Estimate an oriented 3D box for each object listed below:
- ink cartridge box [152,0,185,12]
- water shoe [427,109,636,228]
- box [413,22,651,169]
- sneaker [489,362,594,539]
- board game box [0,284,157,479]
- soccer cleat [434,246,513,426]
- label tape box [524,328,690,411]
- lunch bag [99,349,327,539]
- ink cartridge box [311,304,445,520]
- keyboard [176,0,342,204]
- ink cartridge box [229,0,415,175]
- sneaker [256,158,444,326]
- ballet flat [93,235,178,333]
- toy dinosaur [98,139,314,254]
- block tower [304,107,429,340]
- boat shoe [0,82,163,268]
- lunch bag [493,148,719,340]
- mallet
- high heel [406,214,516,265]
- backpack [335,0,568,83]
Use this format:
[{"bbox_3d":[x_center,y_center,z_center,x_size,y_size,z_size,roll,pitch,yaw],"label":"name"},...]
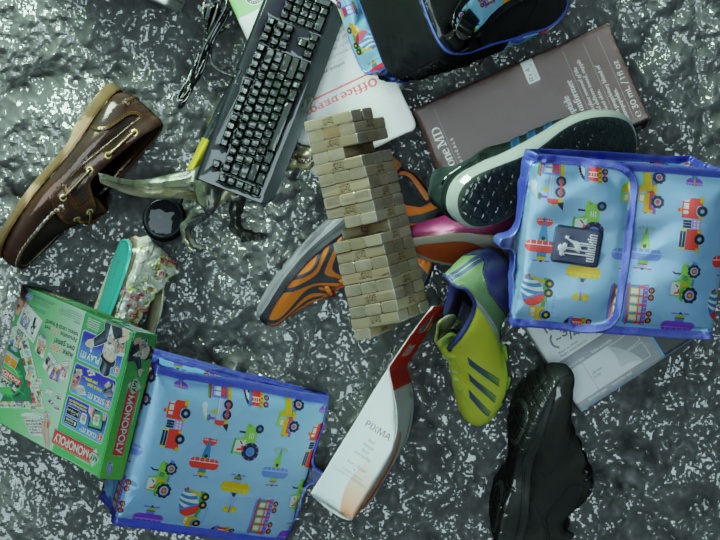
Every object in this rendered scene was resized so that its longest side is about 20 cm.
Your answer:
[{"bbox_3d":[-0.198,-0.363,1.692,0.145,0.084,0.201,24,94,2],"label":"ink cartridge box"},{"bbox_3d":[0.151,-0.100,1.612,0.199,0.079,0.072,-20,114,-24],"label":"water shoe"},{"bbox_3d":[0.158,-0.142,1.685,0.199,0.075,0.101,-24,85,5],"label":"box"},{"bbox_3d":[0.177,0.172,1.689,0.090,0.076,0.201,6,122,-8],"label":"sneaker"},{"bbox_3d":[-0.268,0.100,1.678,0.029,0.199,0.135,10,95,-42],"label":"board game box"},{"bbox_3d":[0.097,0.065,1.664,0.083,0.065,0.201,-21,135,-27],"label":"soccer cleat"},{"bbox_3d":[0.208,0.009,1.697,0.144,0.063,0.201,-33,91,3],"label":"label tape box"},{"bbox_3d":[-0.124,0.171,1.696,0.199,0.094,0.151,14,95,-18],"label":"lunch bag"},{"bbox_3d":[0.035,0.127,1.663,0.050,0.162,0.201,35,93,6],"label":"ink cartridge box"},{"bbox_3d":[-0.103,-0.172,1.647,0.126,0.021,0.201,20,84,4],"label":"keyboard"},{"bbox_3d":[-0.034,-0.200,1.699,0.117,0.067,0.201,-24,90,5],"label":"ink cartridge box"},{"bbox_3d":[0.000,0.000,1.701,0.112,0.078,0.200,44,94,2],"label":"sneaker"},{"bbox_3d":[-0.229,0.064,1.725,0.064,0.076,0.201,21,100,-31],"label":"ballet flat"},{"bbox_3d":[-0.134,-0.065,1.670,0.199,0.047,0.089,-11,96,-2],"label":"toy dinosaur"},{"bbox_3d":[0.008,-0.043,1.634,0.058,0.054,0.201,-10,94,34],"label":"block tower"},{"bbox_3d":[-0.265,-0.079,1.715,0.070,0.070,0.200,37,94,5],"label":"boat shoe"},{"bbox_3d":[0.209,-0.026,1.581,0.199,0.094,0.152,2,101,-17],"label":"lunch bag"},{"bbox_3d":[-0.150,-0.116,1.729,0.041,0.066,0.201,28,79,-3],"label":"mallet"},{"bbox_3d":[0.134,-0.059,1.669,0.199,0.068,0.097,-2,62,3],"label":"high heel"},{"bbox_3d":[0.085,-0.272,1.648,0.199,0.134,0.184,-21,87,-40],"label":"backpack"}]
